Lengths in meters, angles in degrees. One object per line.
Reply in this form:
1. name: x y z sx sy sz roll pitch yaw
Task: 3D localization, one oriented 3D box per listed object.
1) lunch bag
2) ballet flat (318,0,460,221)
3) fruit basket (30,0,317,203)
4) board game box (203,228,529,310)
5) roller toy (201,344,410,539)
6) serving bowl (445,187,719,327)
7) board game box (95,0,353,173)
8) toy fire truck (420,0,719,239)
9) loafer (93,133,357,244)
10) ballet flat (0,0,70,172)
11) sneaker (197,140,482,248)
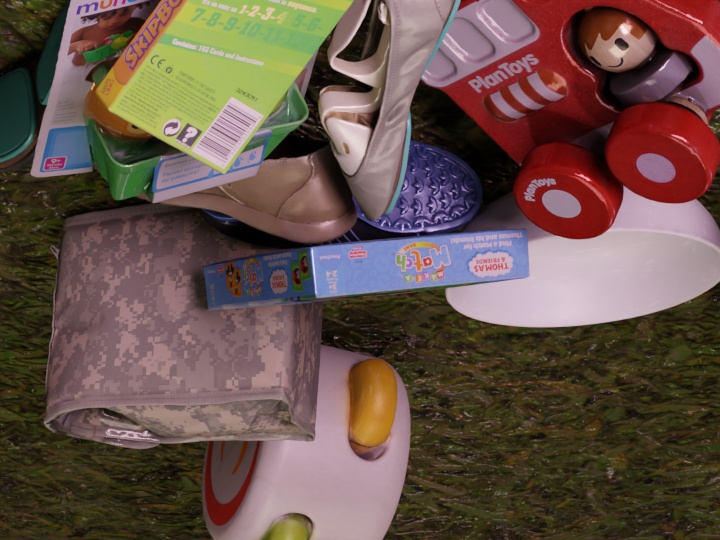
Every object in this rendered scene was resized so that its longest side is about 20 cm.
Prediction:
1. lunch bag: -0.133 0.039 1.634 0.199 0.165 0.118 -2 158 12
2. ballet flat: 0.006 -0.112 1.335 0.063 0.068 0.201 2 135 -18
3. fruit basket: -0.093 -0.123 1.305 0.184 0.094 0.200 -16 159 -26
4. board game box: 0.000 0.000 1.480 0.151 0.037 0.200 -6 180 -23
5. roller toy: -0.040 0.151 1.858 0.139 0.201 0.182 13 -170 -20
6. serving bowl: 0.155 -0.021 1.566 0.199 0.066 0.200 -4 160 -1
7. board game box: -0.052 -0.154 1.234 0.095 0.030 0.200 28 106 -44
8. toy fire truck: 0.131 -0.122 1.326 0.168 0.112 0.200 40 145 -21
9. loafer: -0.089 -0.077 1.461 0.199 0.076 0.068 16 120 21
10. ballet flat: -0.188 -0.110 1.432 0.068 0.068 0.200 8 157 -29
11. sneaker: -0.015 -0.051 1.548 0.199 0.071 0.078 3 168 3
